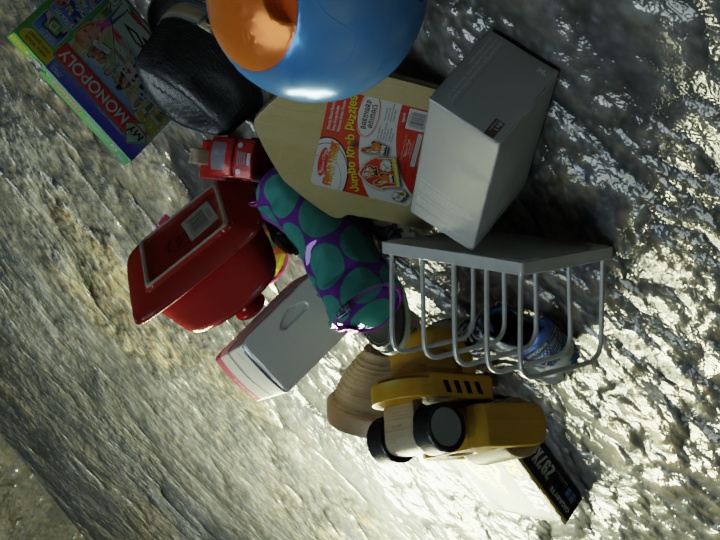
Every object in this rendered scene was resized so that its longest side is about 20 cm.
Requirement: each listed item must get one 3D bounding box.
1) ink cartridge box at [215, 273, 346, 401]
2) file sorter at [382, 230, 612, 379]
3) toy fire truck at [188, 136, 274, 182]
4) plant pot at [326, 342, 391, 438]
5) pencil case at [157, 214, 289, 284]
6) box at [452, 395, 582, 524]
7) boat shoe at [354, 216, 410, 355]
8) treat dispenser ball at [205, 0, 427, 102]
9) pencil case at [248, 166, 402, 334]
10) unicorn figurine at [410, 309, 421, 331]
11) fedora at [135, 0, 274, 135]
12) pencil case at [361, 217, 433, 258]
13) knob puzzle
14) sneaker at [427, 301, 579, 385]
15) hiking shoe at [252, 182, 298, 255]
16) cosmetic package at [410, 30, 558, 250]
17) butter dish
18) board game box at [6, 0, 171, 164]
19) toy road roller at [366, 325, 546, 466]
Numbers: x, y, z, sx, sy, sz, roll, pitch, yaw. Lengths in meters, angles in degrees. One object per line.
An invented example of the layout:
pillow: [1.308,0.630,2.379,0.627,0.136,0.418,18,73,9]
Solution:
ink cartridge box: [-0.087,0.079,1.893,0.083,0.147,0.200,47,165,-5]
file sorter: [0.140,0.032,1.614,0.199,0.138,0.125,9,104,48]
toy fire truck: [-0.148,-0.129,1.820,0.140,0.049,0.200,7,-178,19]
plant pot: [0.056,0.138,1.952,0.200,0.200,0.093,11,108,46]
pencil case: [-0.185,-0.031,2.084,0.199,0.088,0.089,9,141,44]
box: [0.181,0.244,2.062,0.159,0.049,0.200,1,134,51]
boat shoe: [-0.002,0.001,1.765,0.060,0.072,0.203,14,-128,-56]
treat dispenser ball: [-0.039,-0.250,1.386,0.200,0.201,0.201,32,154,18]
pencil case: [-0.038,-0.026,1.706,0.200,0.092,0.085,58,-163,26]
unicorn figurine: [0.008,0.038,1.956,0.137,0.074,0.200,43,171,-9]
fedora: [-0.182,-0.216,1.762,0.200,0.092,0.201,32,154,18]
pencil case: [0.010,-0.106,1.693,0.089,0.078,0.200,21,150,57]
knob puzzle: [-0.010,-0.138,1.603,0.218,0.031,0.220,5,131,6]
sneaker: [0.153,0.070,1.789,0.199,0.077,0.085,4,142,37]
hiking shoe: [-0.056,-0.056,1.870,0.199,0.076,0.101,16,149,43]
cosmetic package: [0.115,-0.121,1.493,0.090,0.107,0.200,33,152,16]
butter dish: [-0.175,0.002,1.929,0.148,0.199,0.200,48,-172,-27]
board game box: [-0.298,-0.243,1.834,0.200,0.135,0.029,48,153,-18]
toy road roller: [0.105,0.144,1.779,0.199,0.147,0.123,6,164,-35]
